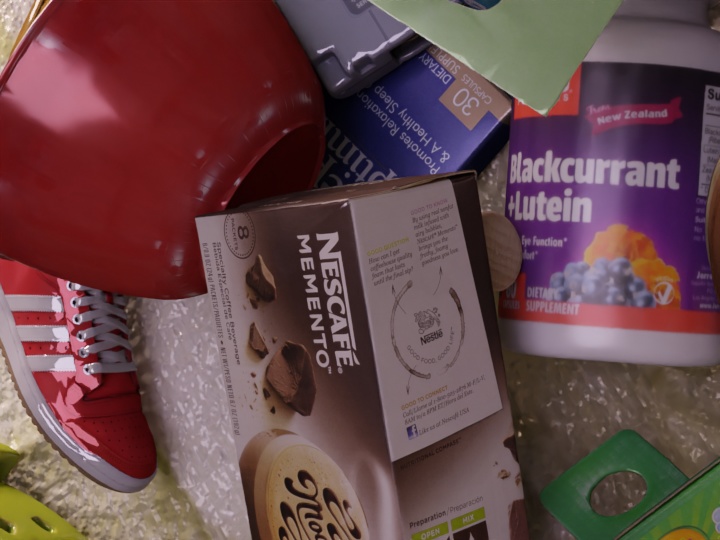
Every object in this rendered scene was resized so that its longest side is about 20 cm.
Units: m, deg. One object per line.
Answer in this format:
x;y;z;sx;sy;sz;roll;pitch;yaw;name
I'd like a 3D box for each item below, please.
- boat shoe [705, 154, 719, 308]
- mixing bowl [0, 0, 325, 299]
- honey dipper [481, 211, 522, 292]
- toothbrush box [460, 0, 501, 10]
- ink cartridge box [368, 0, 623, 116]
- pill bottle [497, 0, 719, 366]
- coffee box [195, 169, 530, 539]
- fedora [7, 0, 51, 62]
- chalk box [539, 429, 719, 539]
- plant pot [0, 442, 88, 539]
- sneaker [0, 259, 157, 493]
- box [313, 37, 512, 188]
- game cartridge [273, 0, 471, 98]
0.183;-0.036;0.655;0.075;0.074;0.201;11;134;8;boat shoe
-0.087;-0.062;0.807;0.108;0.200;0.201;33;103;16;mixing bowl
0.000;0.000;0.811;0.200;0.038;0.038;-8;84;52;honey dipper
0.052;-0.219;0.722;0.085;0.200;0.147;32;89;17;toothbrush box
0.066;-0.181;0.591;0.145;0.048;0.200;34;88;8;ink cartridge box
0.126;-0.058;0.775;0.111;0.111;0.201;3;89;26;pill bottle
0.003;0.062;0.729;0.113;0.080;0.201;-2;99;49;coffee box
-0.125;-0.165;0.896;0.082;0.201;0.201;27;103;-16;fedora
0.166;0.155;0.716;0.125;0.124;0.200;-33;71;-23;chalk box
-0.269;0.203;0.917;0.200;0.199;0.182;-48;63;17;plant pot
-0.150;0.020;0.928;0.112;0.071;0.200;-41;70;22;sneaker
-0.014;-0.051;0.887;0.121;0.032;0.200;46;108;20;box
0.037;-0.197;0.844;0.199;0.040;0.134;-32;78;7;game cartridge
